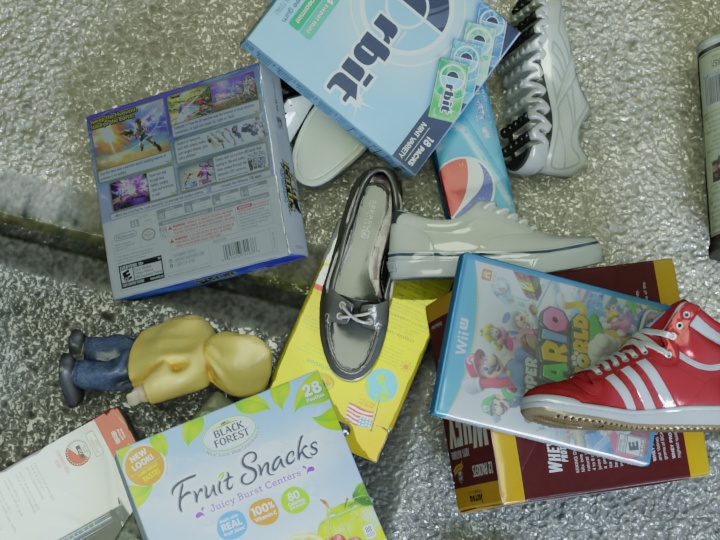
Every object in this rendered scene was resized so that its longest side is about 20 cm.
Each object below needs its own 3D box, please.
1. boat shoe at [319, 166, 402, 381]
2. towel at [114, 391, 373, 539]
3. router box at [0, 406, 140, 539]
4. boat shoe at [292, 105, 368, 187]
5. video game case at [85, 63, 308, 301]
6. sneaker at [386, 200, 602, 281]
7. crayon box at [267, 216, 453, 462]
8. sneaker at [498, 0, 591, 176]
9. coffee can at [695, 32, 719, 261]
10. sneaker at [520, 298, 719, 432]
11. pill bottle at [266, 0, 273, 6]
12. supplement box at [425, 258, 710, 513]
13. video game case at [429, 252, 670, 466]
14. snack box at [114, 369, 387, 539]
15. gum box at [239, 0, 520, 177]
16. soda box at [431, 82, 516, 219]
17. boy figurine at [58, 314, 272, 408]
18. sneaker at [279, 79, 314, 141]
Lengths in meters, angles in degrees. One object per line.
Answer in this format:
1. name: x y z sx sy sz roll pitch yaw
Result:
1. boat shoe: 0.000 0.000 1.640 0.066 0.057 0.202 10 82 3
2. towel: -0.110 0.240 1.645 0.192 0.035 0.201 34 69 0
3. router box: -0.256 0.259 1.664 0.179 0.049 0.201 -29 82 -3
4. boat shoe: 0.009 -0.156 1.710 0.073 0.062 0.201 30 81 26
5. video game case: -0.156 -0.080 1.676 0.199 0.045 0.183 -14 82 25
6. sneaker: 0.123 -0.029 1.610 0.198 0.073 0.071 -2 88 -8
7. crayon box: -0.002 0.067 1.685 0.126 0.051 0.201 24 82 4
8. sneaker: 0.181 -0.183 1.715 0.080 0.075 0.202 9 74 -24
9. coffee can: 0.392 -0.116 1.653 0.145 0.146 0.202 -2 82 1
10. sneaker: 0.226 0.078 1.499 0.198 0.071 0.113 4 83 -22
11. pill bottle: -0.020 -0.338 1.714 0.112 0.112 0.202 10 82 3
12. supplement box: 0.184 0.106 1.610 0.198 0.133 0.199 -7 81 -15
13. video game case: 0.167 0.077 1.531 0.198 0.018 0.144 14 77 -11
14. snack box: -0.101 0.205 1.594 0.199 0.068 0.170 -20 81 -13
15. gum box: 0.019 -0.214 1.634 0.200 0.045 0.170 39 82 -10
16. soda box: 0.109 -0.077 1.694 0.064 0.068 0.202 -13 82 -1
17. boy figurine: -0.177 0.083 1.662 0.198 0.125 0.065 -3 123 7
18. sneaker: -0.093 -0.141 1.705 0.073 0.080 0.201 26 85 3
